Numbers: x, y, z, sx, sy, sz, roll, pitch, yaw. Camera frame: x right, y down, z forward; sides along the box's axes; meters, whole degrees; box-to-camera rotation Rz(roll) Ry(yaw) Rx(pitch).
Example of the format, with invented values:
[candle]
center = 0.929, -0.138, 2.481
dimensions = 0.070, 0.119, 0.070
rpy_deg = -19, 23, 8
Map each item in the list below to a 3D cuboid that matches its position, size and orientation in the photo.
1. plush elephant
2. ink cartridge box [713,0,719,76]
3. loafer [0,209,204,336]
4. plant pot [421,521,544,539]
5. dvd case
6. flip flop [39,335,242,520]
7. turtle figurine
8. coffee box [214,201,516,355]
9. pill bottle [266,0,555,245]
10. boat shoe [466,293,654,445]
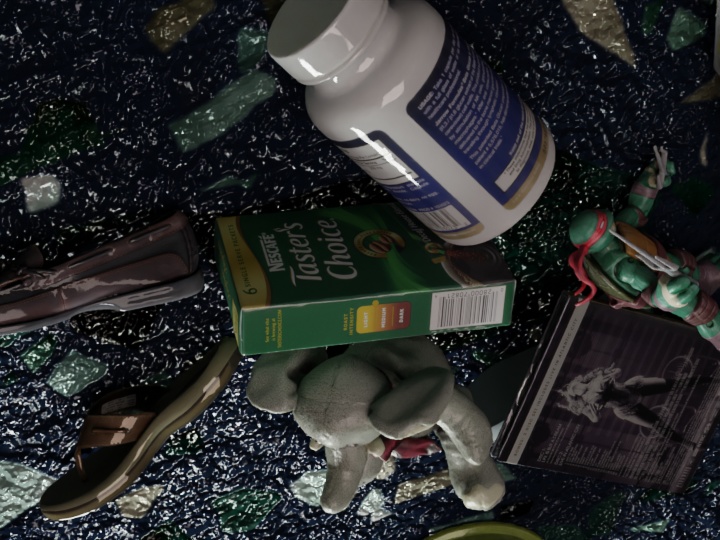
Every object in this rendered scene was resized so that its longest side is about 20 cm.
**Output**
[plush elephant]
center = 0.007, 0.111, 0.967
dimensions = 0.155, 0.164, 0.201
rpy_deg = -26, 121, -50
[ink cartridge box]
center = 0.345, -0.207, 0.909
dimensions = 0.197, 0.047, 0.200
rpy_deg = -29, 150, -5
[loafer]
center = -0.212, 0.001, 0.901
dimensions = 0.199, 0.072, 0.063
rpy_deg = -11, 106, -17
[plant pot]
center = 0.120, 0.367, 1.159
dimensions = 0.199, 0.190, 0.201
rpy_deg = -7, 124, -11
[dvd case]
center = 0.217, 0.104, 1.042
dimensions = 0.199, 0.016, 0.149
rpy_deg = 13, 108, -27
[flip flop]
center = -0.174, 0.113, 0.977
dimensions = 0.200, 0.081, 0.058
rpy_deg = -42, 107, 11
[turtle figurine]
center = 0.225, -0.014, 0.979
dimensions = 0.100, 0.150, 0.200
rpy_deg = -29, 135, 36
[coffee box]
center = 0.000, 0.000, 0.921
dimensions = 0.199, 0.123, 0.044
rpy_deg = -5, 125, -11
[pill bottle]
center = 0.033, -0.114, 0.861
dimensions = 0.111, 0.111, 0.200
rpy_deg = -42, 124, 13
[boat shoe]
center = 0.174, 0.105, 1.072
dimensions = 0.200, 0.071, 0.091
rpy_deg = -34, 121, 5
